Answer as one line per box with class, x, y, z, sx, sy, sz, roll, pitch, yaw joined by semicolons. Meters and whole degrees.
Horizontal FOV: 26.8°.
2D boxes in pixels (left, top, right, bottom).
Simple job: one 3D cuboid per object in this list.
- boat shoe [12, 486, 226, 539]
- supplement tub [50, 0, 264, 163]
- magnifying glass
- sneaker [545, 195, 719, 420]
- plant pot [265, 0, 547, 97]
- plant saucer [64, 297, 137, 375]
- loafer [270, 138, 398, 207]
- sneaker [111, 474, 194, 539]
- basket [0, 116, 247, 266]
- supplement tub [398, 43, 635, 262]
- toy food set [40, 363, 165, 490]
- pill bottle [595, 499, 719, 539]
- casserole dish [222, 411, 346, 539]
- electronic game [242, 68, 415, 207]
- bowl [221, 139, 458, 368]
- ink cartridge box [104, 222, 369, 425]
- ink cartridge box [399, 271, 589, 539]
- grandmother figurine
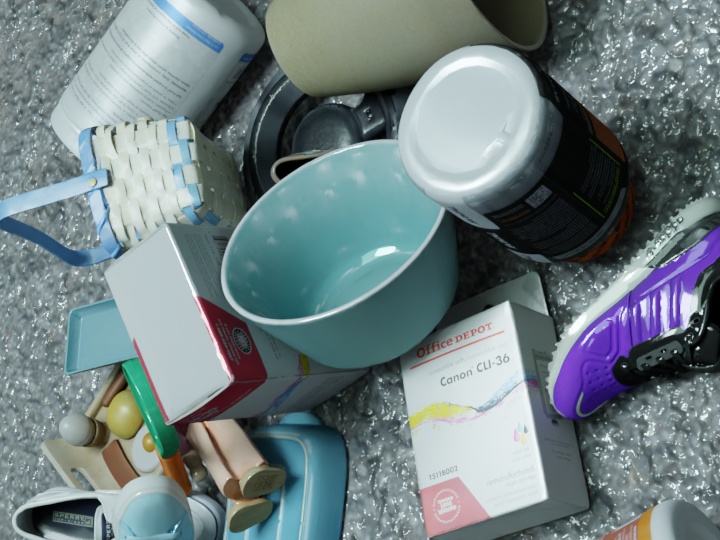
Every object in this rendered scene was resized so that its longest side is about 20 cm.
boat shoe;-0.223;0.237;1.383;0.199;0.065;0.074;-4;90;16
supplement tub;-0.199;-0.193;1.487;0.200;0.132;0.132;-50;52;16
magnifying glass;-0.169;0.141;1.293;0.022;0.200;0.080;-25;59;-14
sneaker;0.222;0.048;1.105;0.200;0.069;0.100;-52;53;16
plant pot;0.024;-0.230;1.269;0.199;0.187;0.188;-23;63;30
plant saucer;-0.201;0.051;1.435;0.199;0.019;0.070;-14;62;29
loafer;0.019;-0.078;1.283;0.199;0.063;0.072;-2;85;21
sneaker;-0.174;0.270;1.318;0.082;0.074;0.201;-120;25;-50
basket;-0.214;-0.058;1.396;0.199;0.176;0.140;-21;73;10
supplement tub;0.125;-0.079;1.132;0.122;0.200;0.123;-12;67;29
toy food set;-0.223;0.131;1.455;0.143;0.060;0.200;42;105;40
pill bottle;0.168;0.254;1.060;0.200;0.112;0.113;-37;56;26
casserole dish;-0.073;0.220;1.319;0.121;0.039;0.201;-3;74;39
electronic game;-0.026;-0.113;1.376;0.199;0.042;0.201;-6;79;32
bowl;0.000;0.000;1.211;0.200;0.105;0.201;-20;38;17
ink cartridge box;-0.100;0.045;1.270;0.085;0.200;0.148;-35;70;26
ink cartridge box;0.099;0.103;1.191;0.116;0.067;0.201;-25;62;32
grandmother figurine;-0.139;0.131;1.333;0.200;0.060;0.122;46;117;38
